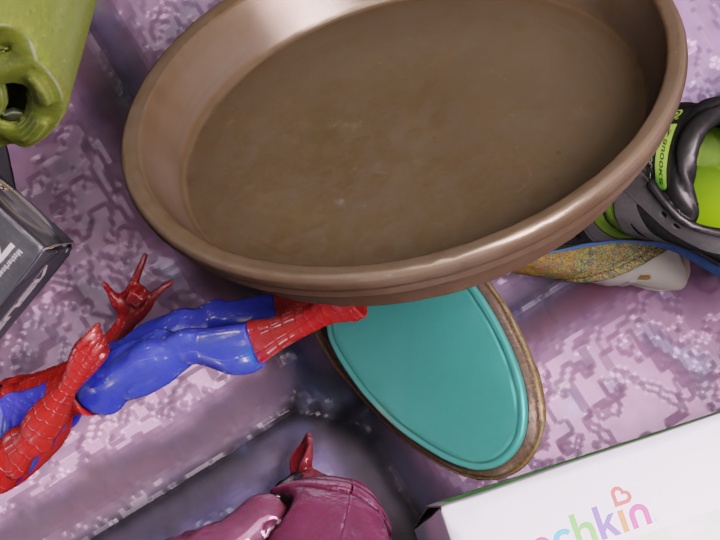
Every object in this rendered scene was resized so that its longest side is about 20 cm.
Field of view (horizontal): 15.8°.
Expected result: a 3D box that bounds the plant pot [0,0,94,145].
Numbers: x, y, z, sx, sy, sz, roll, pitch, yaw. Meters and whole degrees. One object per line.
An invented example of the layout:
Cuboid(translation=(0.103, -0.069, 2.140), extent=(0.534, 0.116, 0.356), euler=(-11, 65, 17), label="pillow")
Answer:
Cuboid(translation=(-0.149, -0.144, 0.851), extent=(0.198, 0.200, 0.191), euler=(5, 67, -4), label="plant pot")

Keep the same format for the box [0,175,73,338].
Cuboid(translation=(-0.227, 0.013, 0.933), extent=(0.161, 0.049, 0.200), euler=(41, 97, 6), label="box")

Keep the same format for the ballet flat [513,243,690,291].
Cuboid(translation=(0.130, -0.030, 1.002), extent=(0.199, 0.071, 0.071), euler=(-25, 81, -8), label="ballet flat")

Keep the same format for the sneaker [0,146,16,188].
Cuboid(translation=(-0.181, -0.076, 0.975), extent=(0.082, 0.072, 0.201), euler=(-12, 79, -6), label="sneaker")

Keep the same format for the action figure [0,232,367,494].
Cuboid(translation=(-0.086, 0.033, 0.939), extent=(0.199, 0.065, 0.052), euler=(-28, 102, 21), label="action figure")

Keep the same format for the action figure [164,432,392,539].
Cuboid(translation=(-0.025, 0.126, 0.908), extent=(0.133, 0.149, 0.201), euler=(16, 45, -10), label="action figure")

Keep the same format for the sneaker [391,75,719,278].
Cuboid(translation=(0.102, -0.039, 0.921), extent=(0.198, 0.083, 0.071), euler=(15, 65, 13), label="sneaker")

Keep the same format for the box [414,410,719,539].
Cuboid(translation=(0.142, 0.140, 0.947), extent=(0.199, 0.097, 0.178), euler=(-17, 82, -7), label="box")

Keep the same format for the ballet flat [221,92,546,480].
Cuboid(translation=(0.000, 0.000, 0.973), extent=(0.200, 0.072, 0.068), euler=(40, 99, 16), label="ballet flat")

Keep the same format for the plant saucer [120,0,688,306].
Cuboid(translation=(0.016, -0.054, 0.895), extent=(0.199, 0.030, 0.201), euler=(-10, 39, 8), label="plant saucer")
